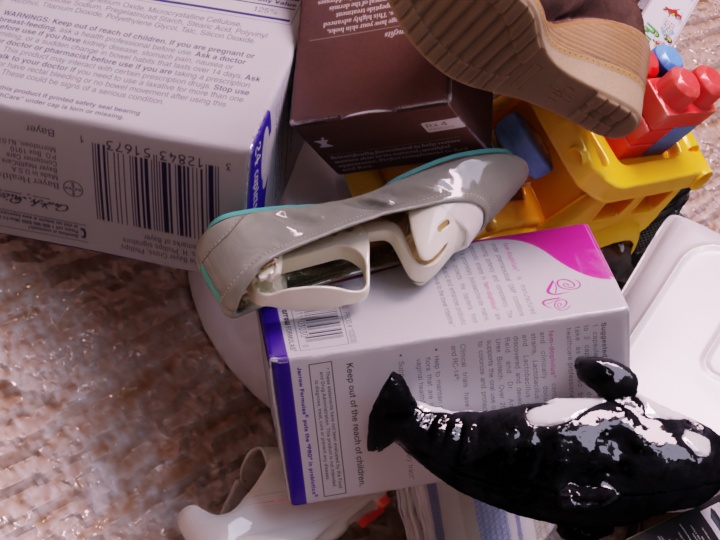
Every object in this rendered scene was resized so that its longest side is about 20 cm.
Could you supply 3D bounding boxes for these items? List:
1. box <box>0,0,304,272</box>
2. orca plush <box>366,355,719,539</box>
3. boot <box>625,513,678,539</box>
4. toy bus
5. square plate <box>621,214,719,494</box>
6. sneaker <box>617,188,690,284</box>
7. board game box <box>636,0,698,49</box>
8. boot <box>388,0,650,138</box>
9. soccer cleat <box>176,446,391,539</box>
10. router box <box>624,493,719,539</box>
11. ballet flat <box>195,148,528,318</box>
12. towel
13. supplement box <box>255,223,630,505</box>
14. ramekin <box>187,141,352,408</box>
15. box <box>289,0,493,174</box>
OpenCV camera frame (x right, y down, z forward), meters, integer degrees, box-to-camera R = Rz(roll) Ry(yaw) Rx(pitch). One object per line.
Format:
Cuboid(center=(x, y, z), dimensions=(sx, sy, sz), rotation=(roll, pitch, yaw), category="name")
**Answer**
Cuboid(center=(-0.125, -0.108, 1.351), dimensions=(0.183, 0.105, 0.200), rotation=(11, 44, 9), category="box")
Cuboid(center=(0.106, 0.098, 1.222), dimensions=(0.199, 0.105, 0.071), rotation=(22, 13, -10), category="orca plush")
Cuboid(center=(0.225, 0.138, 1.546), dimensions=(0.073, 0.075, 0.200), rotation=(28, 43, -18), category="boot")
Cuboid(center=(0.119, -0.070, 1.378), dimensions=(0.200, 0.192, 0.136), rotation=(-11, 68, -45), category="toy bus")
Cuboid(center=(0.248, 0.063, 1.461), dimensions=(0.200, 0.028, 0.198), rotation=(28, 54, 13), category="square plate")
Cuboid(center=(0.211, -0.048, 1.631), dimensions=(0.076, 0.114, 0.199), rotation=(49, 21, 28), category="sneaker")
Cuboid(center=(0.179, -0.142, 1.686), dimensions=(0.035, 0.126, 0.200), rotation=(42, 40, -7), category="board game box")
Cuboid(center=(0.083, -0.174, 1.275), dimensions=(0.200, 0.072, 0.167), rotation=(31, 41, -35), category="boot")
Cuboid(center=(-0.026, 0.125, 1.346), dimensions=(0.078, 0.069, 0.200), rotation=(49, 43, 6), category="soccer cleat")
Cuboid(center=(0.122, 0.208, 1.304), dimensions=(0.157, 0.200, 0.052), rotation=(-16, 70, -48), category="router box")
Cuboid(center=(0.009, -0.014, 1.266), dimensions=(0.199, 0.067, 0.064), rotation=(-14, 58, -16), category="ballet flat")
Cuboid(center=(0.081, 0.129, 1.408), dimensions=(0.200, 0.024, 0.147), rotation=(-43, 129, -49), category="towel")
Cuboid(center=(0.046, 0.051, 1.295), dimensions=(0.199, 0.104, 0.101), rotation=(-9, 30, -4), category="supplement box")
Cuboid(center=(0.000, 0.000, 1.440), dimensions=(0.200, 0.098, 0.201), rotation=(23, 46, -27), category="ramekin")
Cuboid(center=(0.024, -0.163, 1.322), dimensions=(0.075, 0.100, 0.201), rotation=(46, 44, -55), category="box")
